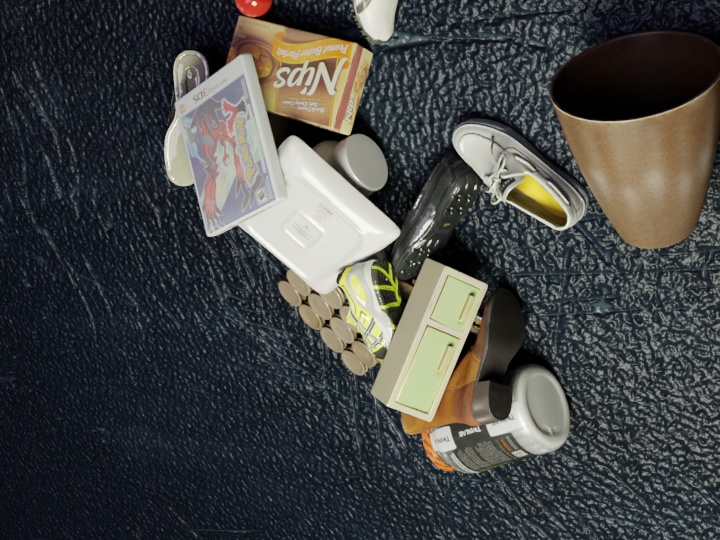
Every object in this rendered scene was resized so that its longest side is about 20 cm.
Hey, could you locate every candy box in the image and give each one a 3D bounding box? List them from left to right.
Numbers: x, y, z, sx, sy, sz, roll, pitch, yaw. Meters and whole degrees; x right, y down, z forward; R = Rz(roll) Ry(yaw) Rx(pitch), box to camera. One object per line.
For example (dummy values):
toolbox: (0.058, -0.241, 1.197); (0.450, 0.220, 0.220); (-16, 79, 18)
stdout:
candy box: (-0.091, -0.268, 1.429); (0.197, 0.055, 0.117); (19, 95, 25)

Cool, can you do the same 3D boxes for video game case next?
video game case: (-0.181, -0.167, 1.431); (0.181, 0.023, 0.204); (-21, 82, 48)

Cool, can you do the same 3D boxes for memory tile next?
memory tile: (-0.042, 0.070, 1.607); (0.200, 0.017, 0.153); (47, 150, 3)

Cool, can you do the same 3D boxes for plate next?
plate: (-0.074, -0.063, 1.433); (0.199, 0.033, 0.200); (41, 135, -11)

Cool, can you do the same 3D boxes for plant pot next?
plant pot: (0.323, -0.133, 1.175); (0.184, 0.188, 0.202); (5, 132, 33)

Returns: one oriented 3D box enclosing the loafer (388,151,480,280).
loafer: (0.093, -0.071, 1.427); (0.202, 0.067, 0.071); (-58, 47, 33)

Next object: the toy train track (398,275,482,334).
toy train track: (0.134, 0.054, 1.495); (0.198, 0.033, 0.116); (26, 120, 15)

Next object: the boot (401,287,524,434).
boot: (0.139, 0.130, 1.459); (0.199, 0.068, 0.192); (-18, 65, 54)

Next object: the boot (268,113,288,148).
boot: (-0.188, -0.198, 1.561); (0.143, 0.070, 0.204); (34, 120, 30)

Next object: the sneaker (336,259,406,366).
sneaker: (0.025, 0.071, 1.474); (0.075, 0.076, 0.203); (0, 121, 29)

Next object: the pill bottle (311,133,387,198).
pill bottle: (-0.057, -0.116, 1.481); (0.199, 0.112, 0.113); (-27, 98, 41)

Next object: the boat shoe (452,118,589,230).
boat shoe: (0.189, -0.115, 1.322); (0.201, 0.086, 0.075); (39, 131, 11)

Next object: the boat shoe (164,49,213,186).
boat shoe: (-0.252, -0.228, 1.563); (0.070, 0.068, 0.204); (7, 106, -4)

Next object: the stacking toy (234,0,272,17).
stacking toy: (-0.111, -0.408, 1.383); (0.086, 0.085, 0.200); (51, 136, 0)

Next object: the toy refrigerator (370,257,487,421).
toy refrigerator: (0.094, 0.094, 1.416); (0.203, 0.075, 0.070); (-67, 24, 1)

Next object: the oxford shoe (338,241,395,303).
oxford shoe: (0.000, 0.000, 1.545); (0.075, 0.058, 0.200); (43, 146, 0)

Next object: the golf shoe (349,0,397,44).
golf shoe: (0.039, -0.376, 1.293); (0.093, 0.078, 0.203); (15, 123, 28)

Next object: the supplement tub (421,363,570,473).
supplement tub: (0.187, 0.216, 1.482); (0.199, 0.122, 0.124); (-27, 98, 41)
